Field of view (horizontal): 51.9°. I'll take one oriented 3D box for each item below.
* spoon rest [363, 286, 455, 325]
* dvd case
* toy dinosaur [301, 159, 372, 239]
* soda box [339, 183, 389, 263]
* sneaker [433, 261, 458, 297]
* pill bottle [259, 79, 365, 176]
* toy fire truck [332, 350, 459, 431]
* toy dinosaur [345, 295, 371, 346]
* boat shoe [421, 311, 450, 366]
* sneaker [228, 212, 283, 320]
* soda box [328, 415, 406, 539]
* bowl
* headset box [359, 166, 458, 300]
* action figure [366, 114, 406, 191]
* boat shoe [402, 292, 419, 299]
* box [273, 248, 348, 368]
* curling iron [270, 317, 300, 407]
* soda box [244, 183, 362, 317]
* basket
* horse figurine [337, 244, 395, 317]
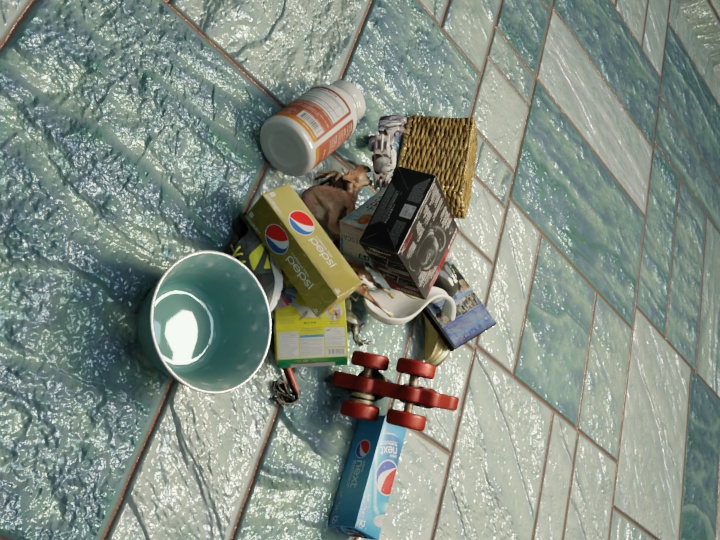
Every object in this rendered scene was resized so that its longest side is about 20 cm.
[{"bbox_3d":[0.096,0.062,1.374,0.200,0.099,0.061,1,121,-34],"label":"spoon rest"},{"bbox_3d":[0.171,0.053,1.489,0.143,0.018,0.200,-24,74,-40],"label":"dvd case"},{"bbox_3d":[-0.058,-0.123,1.298,0.200,0.086,0.136,-13,90,-57],"label":"toy dinosaur"},{"bbox_3d":[0.043,-0.091,1.287,0.200,0.064,0.068,-40,140,-45],"label":"soda box"},{"bbox_3d":[0.100,-0.009,1.439,0.200,0.076,0.091,40,61,3],"label":"sneaker"},{"bbox_3d":[-0.077,-0.258,1.304,0.200,0.112,0.112,-47,114,-41],"label":"pill bottle"},{"bbox_3d":[0.060,0.212,1.291,0.168,0.200,0.112,36,64,-66],"label":"toy fire truck"},{"bbox_3d":[-0.022,0.090,1.308,0.088,0.047,0.200,49,27,-26],"label":"toy dinosaur"},{"bbox_3d":[0.152,0.102,1.498,0.076,0.072,0.200,37,46,-19],"label":"boat shoe"},{"bbox_3d":[-0.173,-0.005,1.178,0.085,0.074,0.200,18,51,-27],"label":"sneaker"},{"bbox_3d":[0.015,0.357,1.287,0.064,0.068,0.200,38,56,-33],"label":"soda box"},{"bbox_3d":[-0.238,0.079,1.066,0.201,0.105,0.201,14,71,-43],"label":"bowl"},{"bbox_3d":[0.090,-0.054,1.243,0.149,0.077,0.200,-63,153,-15],"label":"headset box"},{"bbox_3d":[0.050,-0.226,1.381,0.069,0.130,0.200,11,32,-5],"label":"action figure"},{"bbox_3d":[0.062,-0.039,1.359,0.073,0.063,0.201,4,49,-58],"label":"boat shoe"},{"bbox_3d":[-0.083,0.057,1.209,0.117,0.048,0.200,-2,65,-4],"label":"box"},{"bbox_3d":[-0.141,0.129,1.210,0.050,0.026,0.200,-16,92,-48],"label":"curling iron"},{"bbox_3d":[-0.090,-0.032,1.157,0.064,0.068,0.200,-31,81,-46],"label":"soda box"},{"bbox_3d":[0.164,-0.216,1.578,0.143,0.149,0.200,66,32,-62],"label":"basket"},{"bbox_3d":[0.000,0.000,1.312,0.133,0.050,0.200,38,16,-33],"label":"horse figurine"}]
